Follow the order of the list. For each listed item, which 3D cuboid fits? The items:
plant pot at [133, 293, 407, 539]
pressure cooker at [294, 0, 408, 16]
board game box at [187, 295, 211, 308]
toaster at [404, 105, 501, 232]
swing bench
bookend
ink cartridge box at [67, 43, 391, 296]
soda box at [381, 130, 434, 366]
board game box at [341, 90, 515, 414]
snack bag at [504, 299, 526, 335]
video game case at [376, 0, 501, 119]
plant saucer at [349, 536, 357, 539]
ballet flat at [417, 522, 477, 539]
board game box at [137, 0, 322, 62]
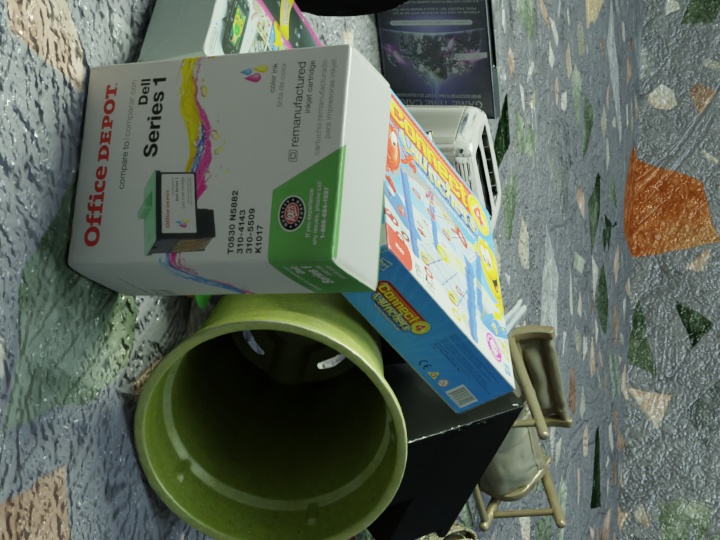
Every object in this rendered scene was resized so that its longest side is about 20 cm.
[{"bbox_3d":[-0.057,0.079,1.093,0.185,0.198,0.202,-80,162,-60],"label":"plant pot"},{"bbox_3d":[-0.025,-0.331,1.179,0.178,0.174,0.203,16,73,-53],"label":"pressure cooker"},{"bbox_3d":[-0.114,-0.067,1.136,0.201,0.030,0.096,-71,152,-50],"label":"board game box"},{"bbox_3d":[0.076,-0.102,1.536,0.114,0.128,0.202,-69,151,-48],"label":"toaster"},{"bbox_3d":[0.213,0.215,1.940,0.201,0.128,0.200,-78,157,-46],"label":"swing bench"},{"bbox_3d":[0.027,0.186,1.368,0.197,0.092,0.201,-12,140,-40],"label":"bookend"},{"bbox_3d":[-0.088,-0.063,0.954,0.084,0.198,0.147,33,59,-64],"label":"ink cartridge box"},{"bbox_3d":[0.041,-0.020,1.286,0.063,0.070,0.203,153,-72,-65],"label":"soda box"},{"bbox_3d":[0.044,-0.022,1.128,0.200,0.055,0.197,46,29,-40],"label":"board game box"},{"bbox_3d":[0.115,0.139,1.647,0.201,0.021,0.188,-60,171,28],"label":"snack bag"},{"bbox_3d":[0.080,-0.265,1.532,0.019,0.142,0.202,-31,120,-49],"label":"video game case"},{"bbox_3d":[-0.046,0.315,1.315,0.200,0.036,0.203,0,90,-70],"label":"plant saucer"},{"bbox_3d":[0.096,0.337,1.668,0.200,0.074,0.069,-19,109,-70],"label":"ballet flat"},{"bbox_3d":[-0.084,-0.149,1.113,0.200,0.064,0.149,55,35,-45],"label":"board game box"}]
